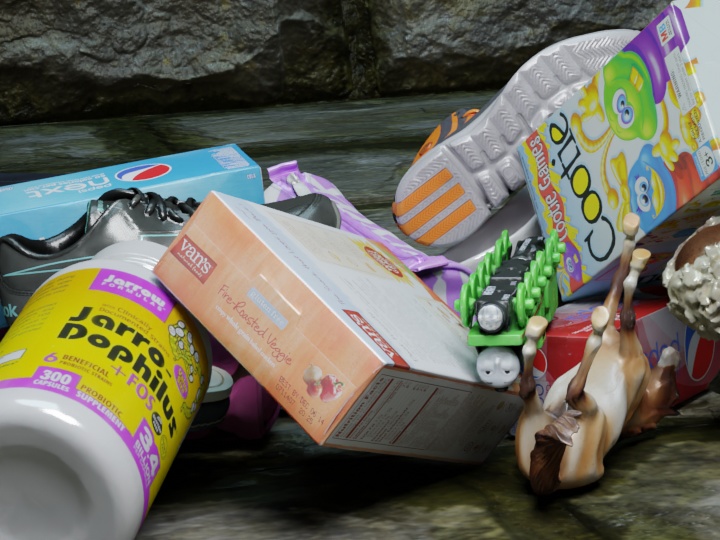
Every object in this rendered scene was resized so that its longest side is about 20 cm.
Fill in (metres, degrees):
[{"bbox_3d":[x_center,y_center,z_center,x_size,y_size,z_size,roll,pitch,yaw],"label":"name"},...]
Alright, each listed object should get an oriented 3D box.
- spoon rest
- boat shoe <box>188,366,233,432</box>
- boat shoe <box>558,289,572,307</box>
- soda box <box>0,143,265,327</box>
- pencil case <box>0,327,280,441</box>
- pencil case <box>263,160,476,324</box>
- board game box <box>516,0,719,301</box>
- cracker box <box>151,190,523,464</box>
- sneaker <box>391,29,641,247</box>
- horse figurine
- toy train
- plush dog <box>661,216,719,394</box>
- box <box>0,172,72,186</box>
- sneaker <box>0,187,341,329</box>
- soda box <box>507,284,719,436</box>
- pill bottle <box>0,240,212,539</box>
[{"bbox_3d":[0.110,-0.029,1.515,0.199,0.061,0.099,-23,3,-30],"label":"spoon rest"},{"bbox_3d":[-0.167,0.090,1.282,0.198,0.062,0.075,-7,13,-10],"label":"boat shoe"},{"bbox_3d":[0.165,0.022,1.572,0.199,0.075,0.066,-16,-3,-37],"label":"boat shoe"},{"bbox_3d":[-0.155,-0.018,1.364,0.198,0.068,0.064,-11,18,-13],"label":"soda box"},{"bbox_3d":[-0.142,0.054,1.385,0.198,0.095,0.091,-1,-7,9],"label":"pencil case"},{"bbox_3d":[0.000,0.000,1.433,0.083,0.086,0.200,-12,26,-28],"label":"pencil case"},{"bbox_3d":[0.187,-0.070,1.357,0.104,0.104,0.200,-9,-17,-26],"label":"board game box"},{"bbox_3d":[-0.004,0.034,1.224,0.134,0.058,0.200,45,12,25],"label":"cracker box"},{"bbox_3d":[0.101,-0.095,1.518,0.199,0.078,0.112,-32,11,4],"label":"sneaker"},{"bbox_3d":[0.122,0.061,1.240,0.050,0.134,0.200,15,32,21],"label":"horse figurine"},{"bbox_3d":[0.083,0.019,1.270,0.041,0.057,0.200,-1,11,11],"label":"toy train"},{"bbox_3d":[0.280,0.048,1.254,0.199,0.162,0.172,-18,31,-11],"label":"plush dog"},{"bbox_3d":[-0.328,0.003,1.647,0.195,0.125,0.200,4,13,30],"label":"box"},{"bbox_3d":[-0.107,-0.011,1.303,0.199,0.080,0.075,-21,11,-9],"label":"sneaker"},{"bbox_3d":[0.159,0.049,1.405,0.070,0.064,0.200,2,12,33],"label":"soda box"},{"bbox_3d":[-0.134,0.062,1.165,0.103,0.105,0.200,-1,27,13],"label":"pill bottle"}]
